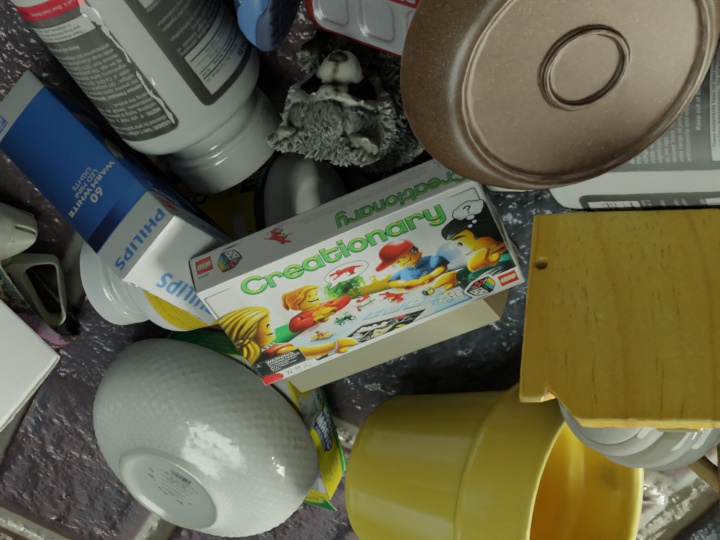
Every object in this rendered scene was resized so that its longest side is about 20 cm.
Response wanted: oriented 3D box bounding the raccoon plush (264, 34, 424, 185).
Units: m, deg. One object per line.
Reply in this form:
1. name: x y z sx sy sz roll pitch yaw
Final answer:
1. raccoon plush: 0.010 -0.075 1.146 0.097 0.134 0.200 -7 131 26

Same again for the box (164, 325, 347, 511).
1. box: -0.083 0.125 1.438 0.117 0.048 0.200 9 135 25

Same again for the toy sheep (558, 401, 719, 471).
1. toy sheep: 0.211 0.082 1.214 0.200 0.138 0.138 5 154 -46

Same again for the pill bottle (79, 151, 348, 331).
1. pill bottle: -0.110 -0.016 1.267 0.200 0.112 0.112 -13 128 30

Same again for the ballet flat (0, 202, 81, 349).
1. ballet flat: -0.287 -0.007 1.385 0.071 0.069 0.200 -16 133 10

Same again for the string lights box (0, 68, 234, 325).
1. string lights box: -0.171 -0.052 1.186 0.200 0.059 0.103 42 -174 36

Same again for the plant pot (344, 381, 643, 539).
1. plant pot: 0.098 0.178 1.343 0.189 0.201 0.201 8 138 33

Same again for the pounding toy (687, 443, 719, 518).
1. pounding toy: 0.332 0.174 1.268 0.200 0.184 0.142 31 124 -12

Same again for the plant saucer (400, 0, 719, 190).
1. plant saucer: 0.121 -0.121 0.949 0.200 0.034 0.200 -13 131 -15

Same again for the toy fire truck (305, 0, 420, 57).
1. toy fire truck: 0.049 -0.188 1.009 0.200 0.112 0.168 23 144 25

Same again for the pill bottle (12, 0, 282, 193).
1. pill bottle: -0.138 -0.149 1.132 0.111 0.111 0.200 -15 127 32

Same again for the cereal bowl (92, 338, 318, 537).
1. cereal bowl: -0.141 0.155 1.407 0.200 0.083 0.200 20 141 17

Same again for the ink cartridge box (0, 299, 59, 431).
1. ink cartridge box: -0.352 0.051 1.380 0.146 0.086 0.200 48 157 -21

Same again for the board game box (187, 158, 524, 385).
1. board game box: 0.000 0.000 1.141 0.200 0.035 0.126 -23 142 8

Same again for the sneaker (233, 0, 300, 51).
1. sneaker: -0.085 -0.233 1.070 0.082 0.074 0.200 2 126 18

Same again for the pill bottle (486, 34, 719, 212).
1. pill bottle: 0.179 -0.094 1.084 0.200 0.111 0.111 -1 133 20

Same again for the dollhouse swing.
1. dollhouse swing: 0.227 0.040 1.111 0.200 0.182 0.176 -1 157 20

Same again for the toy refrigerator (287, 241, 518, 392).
1. toy refrigerator: 0.020 0.023 1.287 0.200 0.076 0.070 -23 122 36
